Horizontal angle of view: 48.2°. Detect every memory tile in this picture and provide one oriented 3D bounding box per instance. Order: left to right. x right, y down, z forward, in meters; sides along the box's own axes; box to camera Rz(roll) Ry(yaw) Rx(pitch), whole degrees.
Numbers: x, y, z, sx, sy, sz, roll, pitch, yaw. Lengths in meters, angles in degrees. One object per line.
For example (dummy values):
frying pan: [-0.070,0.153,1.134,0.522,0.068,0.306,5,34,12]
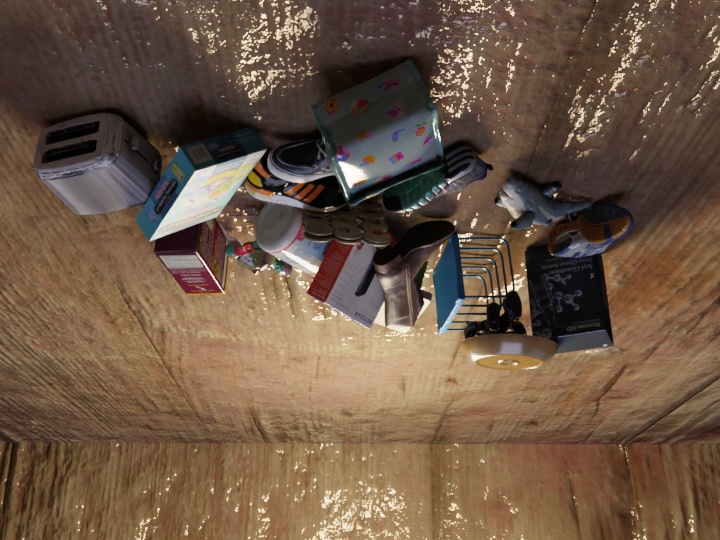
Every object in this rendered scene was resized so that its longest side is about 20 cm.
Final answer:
memory tile: [-0.028,-0.090,1.391,0.150,0.201,0.017,4,114,-7]

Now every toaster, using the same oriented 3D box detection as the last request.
toaster: [-0.422,-0.167,1.274,0.196,0.116,0.130,-8,151,15]

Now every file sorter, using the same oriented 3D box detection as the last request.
file sorter: [0.232,0.032,1.677,0.120,0.141,0.201,0,156,-8]

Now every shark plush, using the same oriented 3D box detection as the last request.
shark plush: [0.335,-0.119,1.438,0.196,0.092,0.084,11,124,-12]

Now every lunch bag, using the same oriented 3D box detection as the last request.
lunch bag: [0.032,-0.182,1.185,0.168,0.123,0.201,-23,153,-1]

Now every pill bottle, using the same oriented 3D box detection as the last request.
pill bottle: [-0.098,-0.055,1.520,0.107,0.111,0.199,-16,151,32]

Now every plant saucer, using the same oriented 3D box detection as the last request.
plant saucer: [0.296,0.168,1.609,0.196,0.036,0.201,3,162,1]

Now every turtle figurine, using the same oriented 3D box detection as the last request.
turtle figurine: [-0.202,-0.043,1.570,0.198,0.103,0.148,16,152,-42]

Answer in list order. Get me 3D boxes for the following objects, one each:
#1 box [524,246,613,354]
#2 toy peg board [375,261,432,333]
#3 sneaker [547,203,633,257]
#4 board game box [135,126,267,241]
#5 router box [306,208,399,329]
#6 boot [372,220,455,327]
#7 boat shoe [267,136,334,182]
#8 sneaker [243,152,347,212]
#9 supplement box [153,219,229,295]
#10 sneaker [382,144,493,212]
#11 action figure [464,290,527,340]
box: [0.425,0.055,1.647,0.146,0.204,0.107,-11,154,23]
toy peg board: [0.045,0.029,1.751,0.196,0.099,0.201,20,152,-5]
sneaker: [0.451,-0.074,1.533,0.087,0.077,0.199,10,164,-29]
board game box: [-0.256,-0.137,1.287,0.150,0.047,0.200,-27,168,-45]
router box: [0.000,0.000,1.543,0.048,0.182,0.200,24,175,31]
boot: [0.115,0.014,1.590,0.184,0.064,0.202,-26,133,-11]
boat shoe: [-0.049,-0.185,1.281,0.196,0.073,0.068,1,158,-8]
sneaker: [-0.093,-0.155,1.350,0.196,0.071,0.090,5,146,-18]
supplement box: [-0.319,-0.042,1.546,0.084,0.112,0.201,-2,155,6]
sneaker: [0.131,-0.142,1.378,0.198,0.076,0.087,-22,152,39]
action figure: [0.272,0.110,1.615,0.128,0.071,0.201,-12,159,-3]
